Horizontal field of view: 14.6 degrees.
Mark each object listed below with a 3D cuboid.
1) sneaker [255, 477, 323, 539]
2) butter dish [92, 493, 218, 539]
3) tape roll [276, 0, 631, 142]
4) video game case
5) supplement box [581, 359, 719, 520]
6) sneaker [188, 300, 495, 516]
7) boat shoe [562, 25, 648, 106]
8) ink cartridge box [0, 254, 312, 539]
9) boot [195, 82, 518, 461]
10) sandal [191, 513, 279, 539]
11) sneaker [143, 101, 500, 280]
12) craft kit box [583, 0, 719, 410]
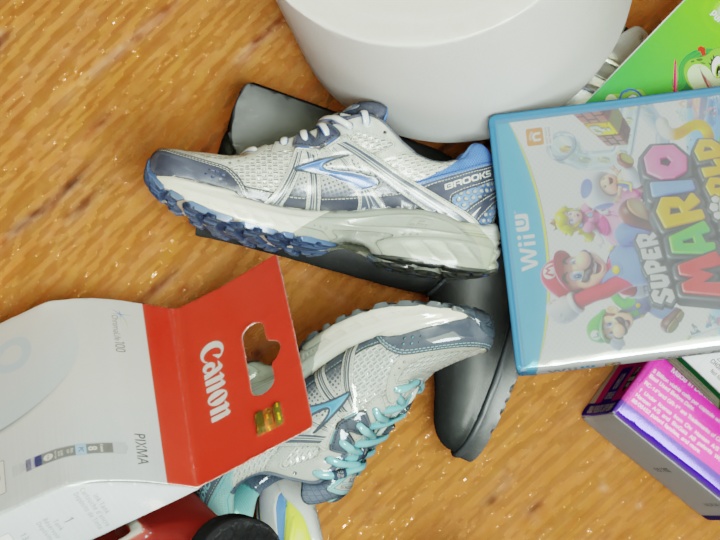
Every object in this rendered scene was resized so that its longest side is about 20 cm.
[{"bbox_3d":[-0.066,0.211,1.567,0.104,0.076,0.201,-5,82,0],"label":"sneaker"},{"bbox_3d":[-0.147,0.217,1.504,0.199,0.199,0.148,-30,103,-10],"label":"butter dish"},{"bbox_3d":[0.045,-0.187,1.536,0.201,0.139,0.204,-4,70,10],"label":"tape roll"},{"bbox_3d":[0.174,-0.026,1.506,0.199,0.018,0.144,-7,76,5],"label":"video game case"},{"bbox_3d":[0.229,0.033,1.600,0.103,0.101,0.200,38,82,-2],"label":"supplement box"},{"bbox_3d":[-0.009,0.080,1.528,0.199,0.078,0.087,-25,71,23],"label":"sneaker"},{"bbox_3d":[0.143,-0.112,1.616,0.199,0.072,0.066,20,89,2],"label":"boat shoe"},{"bbox_3d":[-0.131,0.066,1.503,0.199,0.160,0.047,-26,125,9],"label":"ink cartridge box"},{"bbox_3d":[0.000,-0.001,1.590,0.199,0.066,0.166,20,79,-8],"label":"boot"},{"bbox_3d":[-0.081,0.221,1.422,0.075,0.045,0.201,11,87,-42],"label":"sandal"},{"bbox_3d":[-0.018,-0.051,1.536,0.199,0.077,0.086,10,82,-8],"label":"sneaker"},{"bbox_3d":[0.214,-0.043,1.537,0.200,0.049,0.198,43,82,14],"label":"craft kit box"}]
